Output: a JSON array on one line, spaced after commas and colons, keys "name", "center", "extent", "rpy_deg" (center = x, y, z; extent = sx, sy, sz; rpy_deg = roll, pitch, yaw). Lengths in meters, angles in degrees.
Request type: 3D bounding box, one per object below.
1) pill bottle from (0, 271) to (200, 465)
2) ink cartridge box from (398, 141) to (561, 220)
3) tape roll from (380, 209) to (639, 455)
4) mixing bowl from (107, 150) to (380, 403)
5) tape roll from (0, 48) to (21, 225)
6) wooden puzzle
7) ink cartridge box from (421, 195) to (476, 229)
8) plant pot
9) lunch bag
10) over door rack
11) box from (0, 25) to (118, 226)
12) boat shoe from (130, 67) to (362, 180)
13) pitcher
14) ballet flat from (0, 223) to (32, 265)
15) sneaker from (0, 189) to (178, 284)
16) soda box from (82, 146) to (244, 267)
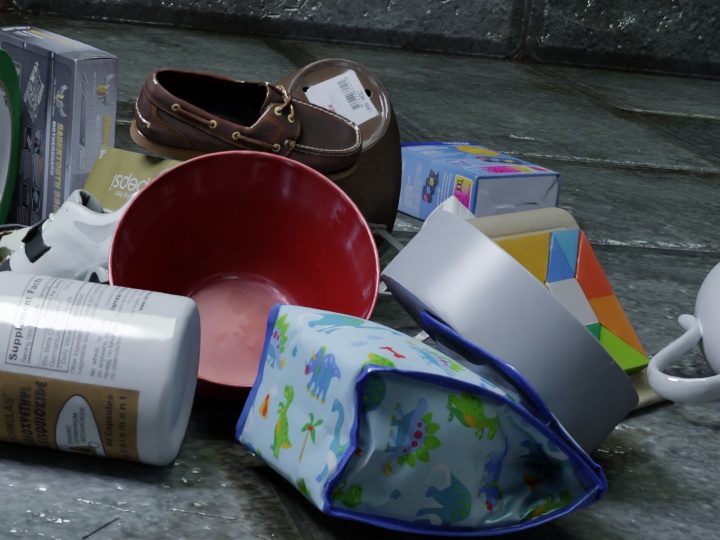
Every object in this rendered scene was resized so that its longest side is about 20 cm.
[{"name": "pill bottle", "center": [-0.214, 0.061, 1.274], "extent": [0.198, 0.115, 0.114], "rpy_deg": [8, 14, 4]}, {"name": "ink cartridge box", "center": [0.113, -0.099, 2.181], "extent": [0.136, 0.077, 0.199], "rpy_deg": [-4, 16, -39]}, {"name": "tape roll", "center": [0.107, 0.049, 1.369], "extent": [0.200, 0.066, 0.200], "rpy_deg": [45, -4, 4]}, {"name": "mixing bowl", "center": [-0.089, 0.024, 1.420], "extent": [0.198, 0.109, 0.201], "rpy_deg": [3, 58, -6]}, {"name": "tape roll", "center": [-0.349, -0.097, 1.654], "extent": [0.048, 0.202, 0.200], "rpy_deg": [8, 14, 7]}, {"name": "wooden puzzle", "center": [0.162, 0.031, 1.544], "extent": [0.184, 0.037, 0.201], "rpy_deg": [-9, 63, -49]}, {"name": "ink cartridge box", "center": [0.134, 0.033, 1.631], "extent": [0.200, 0.050, 0.161], "rpy_deg": [45, 13, -8]}, {"name": "plant pot", "center": [-0.036, -0.108, 1.727], "extent": [0.185, 0.188, 0.200], "rpy_deg": [5, -22, -10]}, {"name": "lunch bag", "center": [0.044, 0.102, 1.257], "extent": [0.199, 0.128, 0.170], "rpy_deg": [16, 7, -26]}, {"name": "over door rack", "center": [0.000, 0.000, 1.620], "extent": [0.148, 0.067, 0.200], "rpy_deg": [41, 9, 36]}, {"name": "box", "center": [-0.289, -0.114, 1.757], "extent": [0.048, 0.202, 0.158], "rpy_deg": [-8, 20, -39]}, {"name": "boat shoe", "center": [-0.087, -0.122, 1.559], "extent": [0.199, 0.071, 0.071], "rpy_deg": [5, 44, -21]}, {"name": "pitcher", "center": [0.321, 0.058, 1.590], "extent": [0.170, 0.122, 0.200], "rpy_deg": [4, 25, 1]}, {"name": "ballet flat", "center": [-0.236, -0.005, 1.612], "extent": [0.199, 0.074, 0.073], "rpy_deg": [9, 14, 16]}, {"name": "sneaker", "center": [-0.235, -0.016, 1.528], "extent": [0.199, 0.089, 0.074], "rpy_deg": [-13, -12, 24]}, {"name": "soda box", "center": [-0.154, -0.052, 1.571], "extent": [0.068, 0.064, 0.199], "rpy_deg": [29, -8, -37]}]
